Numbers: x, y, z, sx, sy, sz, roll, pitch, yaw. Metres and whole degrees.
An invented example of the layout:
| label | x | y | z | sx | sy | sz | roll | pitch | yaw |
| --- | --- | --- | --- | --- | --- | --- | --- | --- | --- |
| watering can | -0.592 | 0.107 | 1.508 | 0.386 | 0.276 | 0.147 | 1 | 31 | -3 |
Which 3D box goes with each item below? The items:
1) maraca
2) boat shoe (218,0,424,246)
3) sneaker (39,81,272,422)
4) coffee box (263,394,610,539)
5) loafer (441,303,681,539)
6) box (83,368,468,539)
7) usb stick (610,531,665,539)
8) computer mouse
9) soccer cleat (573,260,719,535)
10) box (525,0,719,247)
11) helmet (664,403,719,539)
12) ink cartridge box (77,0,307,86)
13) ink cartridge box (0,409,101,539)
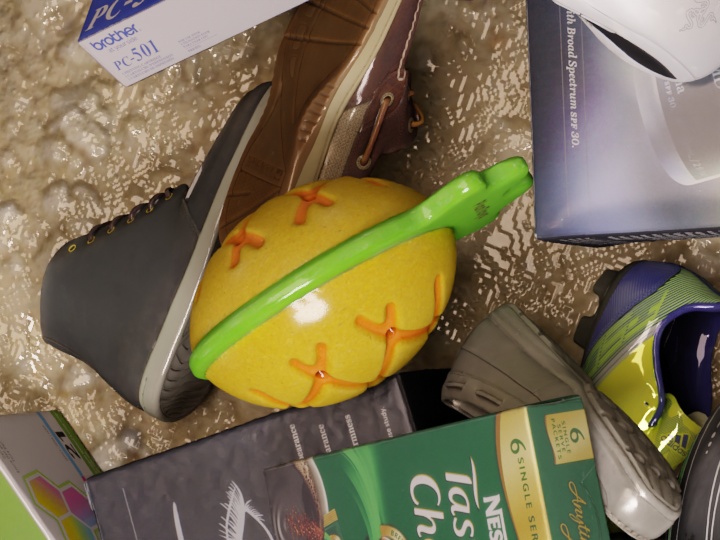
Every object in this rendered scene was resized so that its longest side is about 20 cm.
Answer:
| label | x | y | z | sx | sy | sz | roll | pitch | yaw |
| --- | --- | --- | --- | --- | --- | --- | --- | --- | --- |
| maraca | 0.000 | 0.000 | 1.386 | 0.199 | 0.137 | 0.107 | -31 | 84 | 3 |
| boat shoe | -0.005 | -0.087 | 1.461 | 0.072 | 0.072 | 0.201 | 29 | 97 | 53 |
| sneaker | -0.109 | -0.027 | 1.530 | 0.106 | 0.075 | 0.201 | 27 | 95 | 27 |
| coffee box | 0.037 | 0.136 | 1.330 | 0.199 | 0.044 | 0.124 | -15 | 82 | 47 |
| loafer | 0.097 | 0.086 | 1.361 | 0.070 | 0.200 | 0.070 | -47 | 118 | 4 |
| box | -0.028 | 0.151 | 1.477 | 0.199 | 0.104 | 0.149 | -18 | 83 | 21 |
| usb stick | 0.150 | 0.235 | 1.422 | 0.055 | 0.033 | 0.201 | -4 | 99 | -1 |
| computer mouse | 0.104 | -0.164 | 1.287 | 0.200 | 0.044 | 0.110 | 34 | 88 | -11 |
| soccer cleat | 0.139 | 0.094 | 1.429 | 0.083 | 0.065 | 0.201 | 20 | 94 | 37 |
| box | 0.193 | -0.118 | 1.387 | 0.197 | 0.123 | 0.201 | -4 | 88 | 20 |
| helmet | 0.240 | 0.132 | 1.336 | 0.199 | 0.200 | 0.192 | 13 | 111 | 21 |
| ink cartridge box | -0.060 | -0.177 | 1.477 | 0.199 | 0.044 | 0.094 | -22 | 39 | 36 |
| ink cartridge box | -0.197 | 0.159 | 1.493 | 0.076 | 0.200 | 0.148 | -41 | 76 | 16 |
